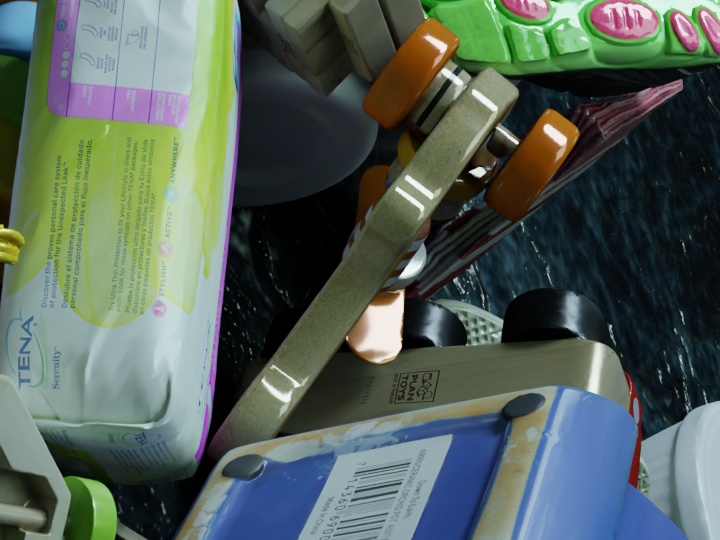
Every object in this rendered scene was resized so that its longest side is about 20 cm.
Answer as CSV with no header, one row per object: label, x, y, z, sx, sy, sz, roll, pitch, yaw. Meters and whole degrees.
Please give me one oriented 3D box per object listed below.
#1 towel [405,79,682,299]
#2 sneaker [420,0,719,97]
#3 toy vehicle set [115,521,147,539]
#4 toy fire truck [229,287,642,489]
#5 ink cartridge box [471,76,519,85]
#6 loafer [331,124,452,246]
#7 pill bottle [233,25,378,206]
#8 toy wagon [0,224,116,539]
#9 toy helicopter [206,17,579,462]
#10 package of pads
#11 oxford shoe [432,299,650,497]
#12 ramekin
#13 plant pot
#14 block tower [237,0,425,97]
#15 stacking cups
towel,0.070,-0.029,0.977,0.023,0.200,0.144,51,28,4
sneaker,0.080,-0.108,0.864,0.199,0.084,0.077,5,69,-17
toy vehicle set,-0.062,0.190,0.766,0.200,0.026,0.125,42,38,-42
toy fire truck,0.045,0.124,0.869,0.200,0.175,0.129,65,28,-43
ink cartridge box,0.041,-0.140,0.975,0.115,0.200,0.068,4,70,-21
loafer,0.034,-0.045,1.006,0.200,0.072,0.073,48,40,-73
pill bottle,-0.058,-0.143,0.902,0.120,0.119,0.201,32,45,-49
toy wagon,-0.147,0.079,0.580,0.155,0.039,0.201,18,82,-43
toy helicopter,0.000,0.000,0.794,0.079,0.132,0.200,36,76,0
package of pads,-0.084,-0.028,0.714,0.155,0.068,0.201,91,3,-77
oxford shoe,0.087,0.082,1.085,0.200,0.075,0.058,39,0,-32
ramekin,0.216,0.191,1.196,0.202,0.094,0.203,40,38,-42
plant pot,0.025,0.159,0.677,0.180,0.199,0.200,68,24,-21
block tower,-0.064,-0.152,0.808,0.200,0.054,0.058,39,-12,26
stacking cups,-0.141,-0.078,0.786,0.061,0.060,0.200,52,27,-30
